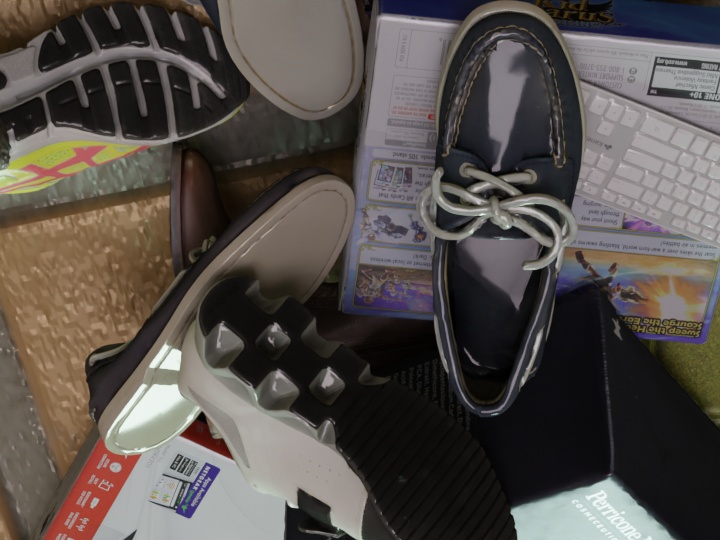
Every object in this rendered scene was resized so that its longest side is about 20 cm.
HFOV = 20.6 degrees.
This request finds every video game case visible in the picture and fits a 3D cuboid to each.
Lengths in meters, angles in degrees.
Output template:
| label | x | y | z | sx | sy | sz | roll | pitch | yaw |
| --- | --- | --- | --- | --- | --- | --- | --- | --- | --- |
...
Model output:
| label | x | y | z | sx | sy | sz | roll | pitch | yaw |
| --- | --- | --- | --- | --- | --- | --- | --- | --- | --- |
| video game case | 0.096 | -0.053 | 1.009 | 0.199 | 0.046 | 0.182 | 5 | 126 | -4 |

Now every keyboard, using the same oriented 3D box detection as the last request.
| label | x | y | z | sx | sy | sz | roll | pitch | yaw |
| --- | --- | --- | --- | --- | --- | --- | --- | --- | --- |
| keyboard | 0.158 | -0.046 | 0.979 | 0.199 | 0.011 | 0.056 | 20 | 124 | -14 |

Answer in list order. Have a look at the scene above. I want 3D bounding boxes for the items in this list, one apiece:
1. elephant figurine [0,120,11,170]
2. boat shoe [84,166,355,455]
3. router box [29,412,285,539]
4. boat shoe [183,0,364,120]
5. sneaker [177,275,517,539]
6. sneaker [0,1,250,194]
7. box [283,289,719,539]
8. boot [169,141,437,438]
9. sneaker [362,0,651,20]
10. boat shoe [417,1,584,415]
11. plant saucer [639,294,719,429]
| label | x | y | z | sx | sy | sz | roll | pitch | yaw |
| --- | --- | --- | --- | --- | --- | --- | --- | --- | --- |
| elephant figurine | -0.221 | -0.155 | 0.940 | 0.155 | 0.200 | 0.142 | 11 | 118 | -5 |
| boat shoe | -0.081 | 0.010 | 1.027 | 0.073 | 0.063 | 0.200 | 12 | 127 | -46 |
| router box | -0.106 | 0.180 | 1.201 | 0.179 | 0.049 | 0.200 | 25 | 115 | -12 |
| boat shoe | -0.064 | -0.164 | 1.010 | 0.075 | 0.062 | 0.200 | -38 | 121 | 1 |
| sneaker | -0.009 | 0.093 | 0.982 | 0.200 | 0.074 | 0.089 | 43 | 142 | 7 |
| sneaker | -0.158 | -0.084 | 1.057 | 0.199 | 0.090 | 0.078 | -11 | 75 | -11 |
| box | 0.092 | 0.133 | 1.084 | 0.199 | 0.118 | 0.197 | -22 | 137 | 26 |
| boot | 0.000 | 0.000 | 1.101 | 0.199 | 0.064 | 0.187 | -9 | 118 | 2 |
| sneaker | 0.093 | -0.164 | 1.007 | 0.200 | 0.076 | 0.088 | -28 | 108 | 14 |
| boat shoe | 0.064 | -0.025 | 0.938 | 0.075 | 0.062 | 0.201 | 9 | 119 | 3 |
| plant saucer | 0.225 | 0.018 | 1.113 | 0.199 | 0.048 | 0.201 | 0 | 118 | 0 |
